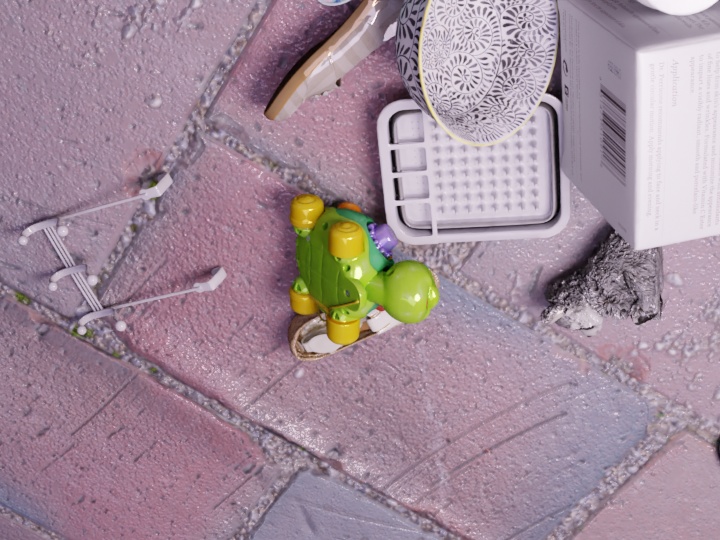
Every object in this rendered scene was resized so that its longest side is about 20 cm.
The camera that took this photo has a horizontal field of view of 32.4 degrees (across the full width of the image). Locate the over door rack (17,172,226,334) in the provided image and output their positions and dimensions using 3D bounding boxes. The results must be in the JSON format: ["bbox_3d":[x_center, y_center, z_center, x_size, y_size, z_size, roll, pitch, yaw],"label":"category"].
[{"bbox_3d":[-0.280,-0.011,1.433,0.200,0.067,0.148,-18,117,17],"label":"over door rack"}]

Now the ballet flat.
[{"bbox_3d":[0.002,0.058,1.435,0.200,0.065,0.071,-27,113,21],"label":"ballet flat"}]

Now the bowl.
[{"bbox_3d":[0.097,-0.228,1.217,0.094,0.201,0.201,19,132,45],"label":"bowl"}]

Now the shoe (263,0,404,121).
[{"bbox_3d":[-0.024,-0.215,1.276,0.053,0.070,0.200,42,117,-13],"label":"shoe"}]

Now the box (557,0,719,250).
[{"bbox_3d":[0.282,-0.157,1.179,0.130,0.200,0.199,-11,119,-8],"label":"box"}]

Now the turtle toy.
[{"bbox_3d":[0.000,0.000,1.355,0.101,0.200,0.146,-18,126,-32],"label":"turtle toy"}]

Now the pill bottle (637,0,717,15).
[{"bbox_3d":[0.279,-0.299,1.111,0.112,0.200,0.113,3,119,5],"label":"pill bottle"}]

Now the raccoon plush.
[{"bbox_3d":[0.261,-0.020,1.360,0.134,0.097,0.201,0,100,19],"label":"raccoon plush"}]

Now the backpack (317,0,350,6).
[{"bbox_3d":[-0.012,-0.363,1.152,0.177,0.151,0.200,-21,111,20],"label":"backpack"}]

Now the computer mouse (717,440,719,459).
[{"bbox_3d":[0.499,0.269,1.509,0.059,0.034,0.200,-34,111,23],"label":"computer mouse"}]

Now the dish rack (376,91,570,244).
[{"bbox_3d":[0.123,-0.114,1.332,0.199,0.044,0.172,-2,119,9],"label":"dish rack"}]
